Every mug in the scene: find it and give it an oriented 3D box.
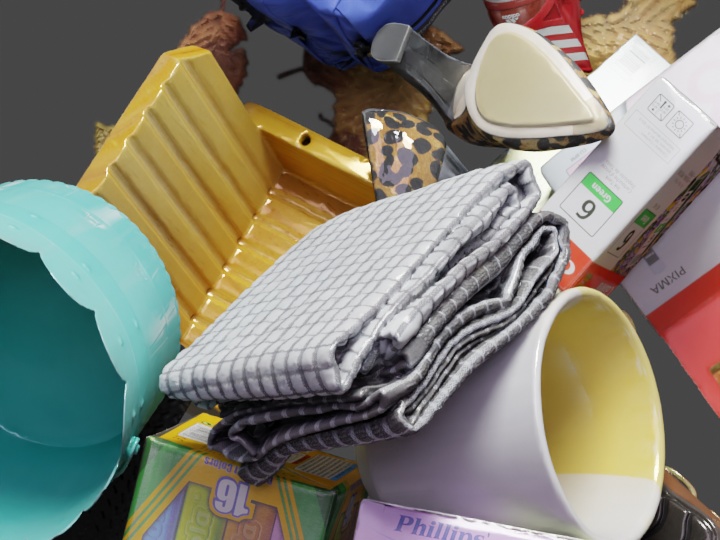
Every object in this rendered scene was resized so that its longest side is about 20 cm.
[{"bbox_3d":[0.091,0.099,1.038,0.152,0.186,0.151,-14,78,35],"label":"mug"}]

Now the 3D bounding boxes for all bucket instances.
[{"bbox_3d":[-0.208,0.049,1.009,0.205,0.135,0.210,4,107,14],"label":"bucket"}]

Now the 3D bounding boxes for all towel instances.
[{"bbox_3d":[0.008,0.031,0.969,0.200,0.165,0.086,-46,112,-39],"label":"towel"}]

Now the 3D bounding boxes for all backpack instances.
[{"bbox_3d":[-0.016,-0.220,1.192,0.162,0.200,0.168,-44,75,3],"label":"backpack"}]

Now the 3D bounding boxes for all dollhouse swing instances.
[{"bbox_3d":[-0.072,-0.016,1.129,0.180,0.176,0.201,27,72,14],"label":"dollhouse swing"}]

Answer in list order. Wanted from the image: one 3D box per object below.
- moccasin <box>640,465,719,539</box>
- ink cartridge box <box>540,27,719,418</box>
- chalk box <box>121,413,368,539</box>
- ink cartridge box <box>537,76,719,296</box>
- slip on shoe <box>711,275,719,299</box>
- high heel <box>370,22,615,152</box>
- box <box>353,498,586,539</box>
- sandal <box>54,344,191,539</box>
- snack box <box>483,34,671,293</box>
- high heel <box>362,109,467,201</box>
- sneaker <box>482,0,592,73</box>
[{"bbox_3d":[0.163,0.134,1.107,0.201,0.078,0.074,32,90,34],"label":"moccasin"},{"bbox_3d":[0.236,-0.034,1.116,0.162,0.057,0.201,-37,65,10],"label":"ink cartridge box"},{"bbox_3d":[-0.082,0.206,1.054,0.123,0.124,0.202,14,95,10],"label":"chalk box"},{"bbox_3d":[0.144,-0.021,1.066,0.050,0.109,0.200,43,99,17],"label":"ink cartridge box"},{"bbox_3d":[0.282,-0.061,1.176,0.060,0.076,0.201,33,82,10],"label":"slip on shoe"},{"bbox_3d":[0.114,-0.100,1.101,0.199,0.142,0.072,27,88,44],"label":"high heel"},{"bbox_3d":[0.082,0.218,1.012,0.174,0.200,0.098,10,70,8],"label":"box"},{"bbox_3d":[-0.165,0.120,1.120,0.075,0.045,0.201,32,109,-10],"label":"sandal"},{"bbox_3d":[0.163,-0.059,1.201,0.200,0.037,0.116,-41,71,-11],"label":"snack box"},{"bbox_3d":[0.000,0.000,1.126,0.143,0.071,0.200,45,81,-7],"label":"high heel"},{"bbox_3d":[0.135,-0.209,1.253,0.078,0.116,0.200,0,36,30],"label":"sneaker"}]
